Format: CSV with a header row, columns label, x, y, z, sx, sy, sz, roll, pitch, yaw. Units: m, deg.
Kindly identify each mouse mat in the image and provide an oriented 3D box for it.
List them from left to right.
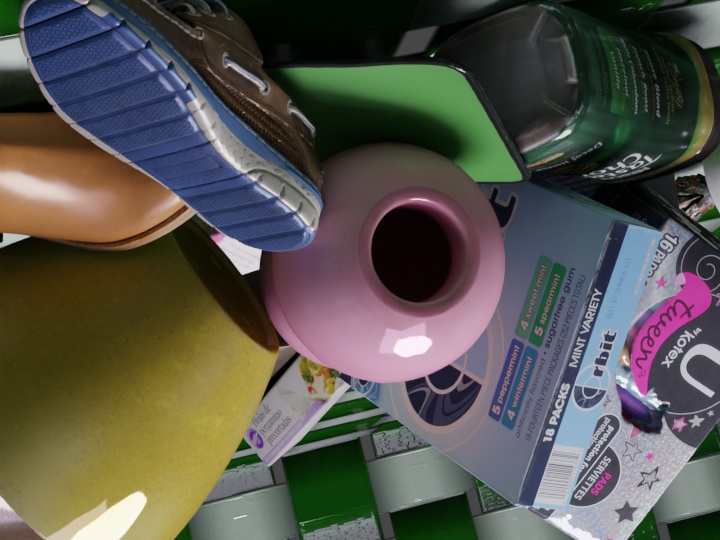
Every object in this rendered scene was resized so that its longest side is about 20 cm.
label,x,y,z,sx,sy,sz,roll,pitch,yaw
mouse mat,-0.020,-0.076,0.907,0.198,0.008,0.161,3,163,19

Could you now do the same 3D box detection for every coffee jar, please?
label,x,y,z,sx,sy,sz,roll,pitch,yaw
coffee jar,0.134,-0.099,1.011,0.104,0.086,0.199,-18,169,36

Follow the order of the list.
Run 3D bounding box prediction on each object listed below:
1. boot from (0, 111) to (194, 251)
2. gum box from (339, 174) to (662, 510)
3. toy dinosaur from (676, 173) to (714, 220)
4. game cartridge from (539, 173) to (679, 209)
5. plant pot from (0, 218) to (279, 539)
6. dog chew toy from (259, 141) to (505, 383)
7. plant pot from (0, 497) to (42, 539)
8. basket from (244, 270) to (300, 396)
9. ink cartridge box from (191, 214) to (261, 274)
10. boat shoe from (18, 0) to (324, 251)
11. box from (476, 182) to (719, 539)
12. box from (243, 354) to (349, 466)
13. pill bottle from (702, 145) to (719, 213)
label,x,y,z,sx,sy,sz,roll,pitch,yaw
boot,-0.177,-0.060,0.844,0.198,0.078,0.155,-3,168,22
gum box,0.078,0.024,1.039,0.044,0.172,0.200,11,-169,-36
toy dinosaur,0.211,-0.028,1.482,0.200,0.102,0.136,-42,177,19
game cartridge,0.113,-0.043,1.154,0.198,0.135,0.041,-13,-166,-4
plant pot,-0.130,0.047,0.958,0.142,0.201,0.200,-38,165,7
dog chew toy,0.000,0.000,0.947,0.123,0.126,0.200,-11,178,-18
plant pot,-0.233,0.119,1.202,0.198,0.189,0.187,13,159,-21
basket,-0.104,0.034,1.266,0.178,0.138,0.200,4,158,-26
ink cartridge box,-0.093,-0.037,1.074,0.198,0.068,0.117,-18,168,12
boat shoe,-0.084,-0.086,0.800,0.072,0.073,0.200,-8,147,28
box,0.164,0.058,1.105,0.201,0.114,0.132,-55,-164,11
box,-0.030,0.077,1.220,0.041,0.039,0.200,-36,171,-36
pill bottle,0.357,-0.096,1.248,0.113,0.115,0.199,-3,164,-45
